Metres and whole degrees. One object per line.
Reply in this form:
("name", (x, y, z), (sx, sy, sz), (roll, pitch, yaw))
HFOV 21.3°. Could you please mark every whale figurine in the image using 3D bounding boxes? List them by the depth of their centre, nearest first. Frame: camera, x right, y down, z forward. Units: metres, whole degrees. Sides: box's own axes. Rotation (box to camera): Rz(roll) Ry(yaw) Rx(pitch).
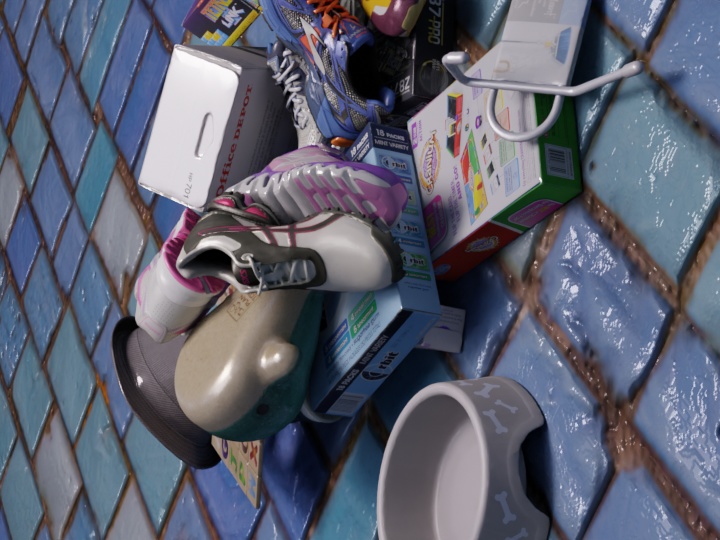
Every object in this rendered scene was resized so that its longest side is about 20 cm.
("whale figurine", (-0.074, 0.063, 1.696), (0.200, 0.104, 0.159), (-53, 29, 0))

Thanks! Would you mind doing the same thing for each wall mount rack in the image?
("wall mount rack", (0.161, -0.201, 1.498), (0.173, 0.075, 0.201), (7, 73, 27))

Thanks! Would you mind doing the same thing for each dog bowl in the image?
("dog bowl", (0.079, 0.182, 1.558), (0.200, 0.058, 0.201), (-30, 55, 55))

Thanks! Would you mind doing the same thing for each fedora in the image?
("fedora", (-0.175, 0.104, 1.998), (0.090, 0.177, 0.200), (-39, 18, 12))

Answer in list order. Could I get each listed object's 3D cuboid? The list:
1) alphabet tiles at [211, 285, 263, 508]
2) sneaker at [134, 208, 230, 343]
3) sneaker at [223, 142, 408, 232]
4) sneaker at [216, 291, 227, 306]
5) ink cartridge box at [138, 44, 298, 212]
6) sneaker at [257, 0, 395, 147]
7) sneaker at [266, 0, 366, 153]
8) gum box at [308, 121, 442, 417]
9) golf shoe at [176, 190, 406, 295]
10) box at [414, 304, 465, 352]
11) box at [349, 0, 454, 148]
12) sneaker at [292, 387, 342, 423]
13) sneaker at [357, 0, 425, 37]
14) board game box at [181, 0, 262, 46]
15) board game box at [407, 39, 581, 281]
("alphabet tiles", (-0.117, 0.105, 1.845), (0.167, 0.008, 0.201), (-138, 49, -65))
("sneaker", (-0.165, 0.007, 1.770), (0.088, 0.081, 0.200), (-50, 0, 17))
("sneaker", (-0.029, -0.074, 1.656), (0.200, 0.081, 0.088), (-2, 34, 47))
("sneaker", (-0.088, 0.006, 1.923), (0.200, 0.075, 0.088), (-58, 35, 38))
("ink cartridge box", (-0.116, -0.142, 1.887), (0.086, 0.200, 0.147), (24, 105, 25))
("sneaker", (-0.024, -0.213, 1.726), (0.078, 0.075, 0.201), (-16, 106, 45))
("sneaker", (-0.053, -0.183, 1.803), (0.077, 0.085, 0.201), (-10, 73, 62))
("gum box", (0.000, 0.000, 1.700), (0.170, 0.044, 0.201), (-51, 39, 44))
("golf shoe", (-0.058, -0.006, 1.600), (0.199, 0.088, 0.077), (8, 127, 29))
("box", (0.027, 0.047, 1.723), (0.200, 0.041, 0.039), (3, 83, 62))
("box", (0.020, -0.209, 1.815), (0.200, 0.049, 0.162), (-24, 58, 58))
("sneaker", (-0.083, 0.052, 1.858), (0.146, 0.077, 0.203), (-15, 86, 62))
("sneaker", (-0.004, -0.280, 1.740), (0.075, 0.090, 0.200), (-62, 31, 27))
("board game box", (-0.087, -0.332, 1.884), (0.165, 0.057, 0.201), (-35, 26, 58))
("board game box", (0.108, -0.098, 1.615), (0.200, 0.040, 0.154), (-37, 49, 53))
